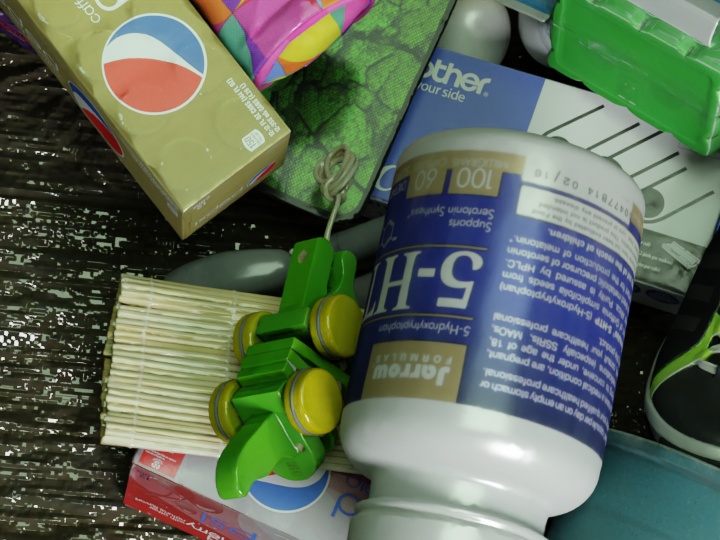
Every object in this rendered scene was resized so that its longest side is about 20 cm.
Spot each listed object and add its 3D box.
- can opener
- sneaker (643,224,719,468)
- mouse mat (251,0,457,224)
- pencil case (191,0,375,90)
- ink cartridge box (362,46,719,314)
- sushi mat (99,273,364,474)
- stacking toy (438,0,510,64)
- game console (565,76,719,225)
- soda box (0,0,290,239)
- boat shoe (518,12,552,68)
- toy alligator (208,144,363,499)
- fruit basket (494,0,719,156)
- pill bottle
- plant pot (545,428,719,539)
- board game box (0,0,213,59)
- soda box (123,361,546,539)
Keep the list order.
[{"bbox_3d":[0.000,0.000,0.965,0.199,0.066,0.053,-18,73,8],"label":"can opener"},{"bbox_3d":[0.185,0.011,0.913,0.071,0.083,0.200,12,43,15],"label":"sneaker"},{"bbox_3d":[-0.037,-0.140,0.996,0.160,0.008,0.201,24,77,1],"label":"mouse mat"},{"bbox_3d":[-0.079,-0.185,0.930,0.088,0.088,0.200,-34,83,-20],"label":"pencil case"},{"bbox_3d":[0.094,-0.051,1.010,0.199,0.044,0.094,17,76,11],"label":"ink cartridge box"},{"bbox_3d":[-0.026,0.054,0.923,0.199,0.012,0.096,8,57,-11],"label":"sushi mat"},{"bbox_3d":[0.053,-0.207,1.064,0.145,0.146,0.201,-7,85,-13],"label":"stacking toy"},{"bbox_3d":[0.213,-0.095,1.044,0.116,0.176,0.201,18,64,-34],"label":"game console"},{"bbox_3d":[-0.121,-0.117,0.922,0.068,0.064,0.200,-37,84,-10],"label":"soda box"},{"bbox_3d":[0.134,-0.201,1.089,0.072,0.062,0.201,35,68,-28],"label":"boat shoe"},{"bbox_3d":[-0.020,0.032,0.900,0.054,0.059,0.201,47,47,-35],"label":"toy alligator"},{"bbox_3d":[0.198,-0.162,0.999,0.185,0.094,0.200,35,64,25],"label":"fruit basket"},{"bbox_3d":[0.055,0.049,0.854,0.119,0.120,0.201,14,72,-5],"label":"pill bottle"},{"bbox_3d":[0.151,0.202,0.881,0.200,0.200,0.188,28,82,1],"label":"plant pot"},{"bbox_3d":[-0.100,-0.185,0.984,0.120,0.032,0.200,35,78,-1],"label":"board game box"},{"bbox_3d":[-0.015,0.120,0.938,0.199,0.070,0.064,25,64,0],"label":"soda box"}]
